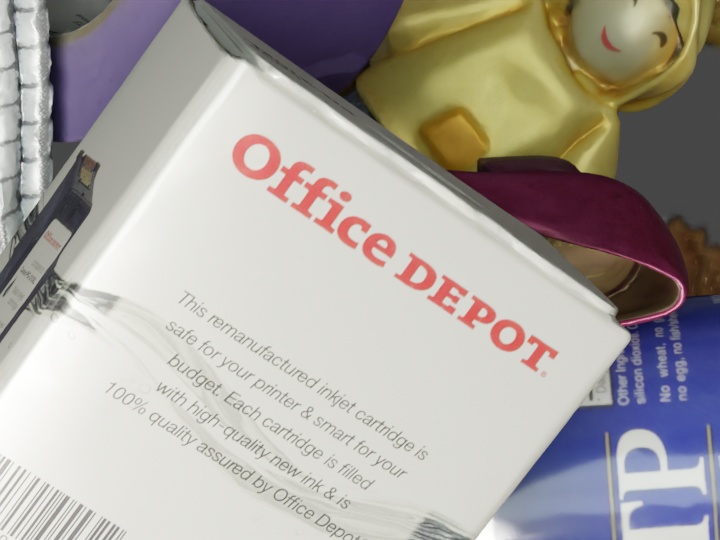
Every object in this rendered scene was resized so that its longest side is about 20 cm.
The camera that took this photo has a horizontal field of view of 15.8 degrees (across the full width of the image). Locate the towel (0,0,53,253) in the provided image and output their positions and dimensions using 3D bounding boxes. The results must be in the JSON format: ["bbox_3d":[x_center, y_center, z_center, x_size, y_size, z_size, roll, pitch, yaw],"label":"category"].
[{"bbox_3d":[-0.176,-0.072,0.852,0.085,0.165,0.201,-9,105,-33],"label":"towel"}]

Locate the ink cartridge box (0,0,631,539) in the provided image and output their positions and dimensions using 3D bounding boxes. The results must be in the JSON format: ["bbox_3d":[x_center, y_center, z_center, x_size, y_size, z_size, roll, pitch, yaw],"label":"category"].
[{"bbox_3d":[-0.043,0.045,0.745,0.145,0.084,0.200,34,99,-21],"label":"ink cartridge box"}]

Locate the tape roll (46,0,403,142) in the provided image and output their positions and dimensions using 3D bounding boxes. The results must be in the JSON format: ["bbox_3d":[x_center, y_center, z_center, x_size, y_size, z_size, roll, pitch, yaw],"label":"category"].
[{"bbox_3d":[-0.070,-0.144,0.847,0.085,0.200,0.201,-7,84,-40],"label":"tape roll"}]

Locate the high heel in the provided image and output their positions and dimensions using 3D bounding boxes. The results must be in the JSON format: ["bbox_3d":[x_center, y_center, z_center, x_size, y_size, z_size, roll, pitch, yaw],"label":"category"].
[{"bbox_3d":[0.000,0.000,0.810,0.199,0.096,0.068,-13,113,-14],"label":"high heel"}]

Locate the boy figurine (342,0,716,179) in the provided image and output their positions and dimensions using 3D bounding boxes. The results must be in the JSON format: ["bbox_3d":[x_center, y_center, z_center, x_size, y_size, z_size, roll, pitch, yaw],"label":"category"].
[{"bbox_3d":[0.042,-0.047,0.902,0.200,0.064,0.125,-28,82,5],"label":"boy figurine"}]

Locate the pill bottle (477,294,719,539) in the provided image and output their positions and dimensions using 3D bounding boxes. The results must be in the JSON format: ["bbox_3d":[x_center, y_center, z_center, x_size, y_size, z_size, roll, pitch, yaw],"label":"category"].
[{"bbox_3d":[0.073,0.071,0.863,0.199,0.120,0.120,-5,86,4],"label":"pill bottle"}]
